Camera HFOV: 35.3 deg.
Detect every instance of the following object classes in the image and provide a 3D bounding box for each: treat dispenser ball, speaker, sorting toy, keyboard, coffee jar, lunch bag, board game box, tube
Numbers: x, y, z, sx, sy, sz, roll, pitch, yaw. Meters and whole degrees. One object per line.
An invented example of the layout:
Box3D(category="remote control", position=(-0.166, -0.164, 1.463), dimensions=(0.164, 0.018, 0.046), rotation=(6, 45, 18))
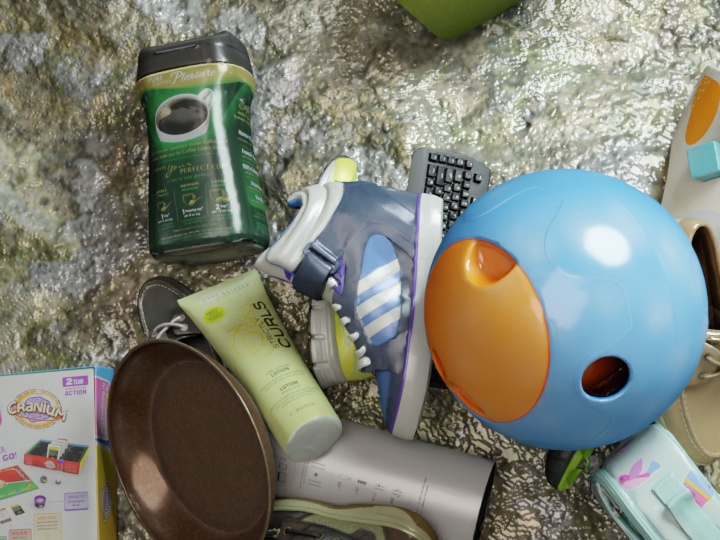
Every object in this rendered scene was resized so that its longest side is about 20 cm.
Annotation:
Box3D(category="treat dispenser ball", position=(0.145, 0.028, 0.812), dimensions=(0.201, 0.201, 0.201), rotation=(-2, 81, 11))
Box3D(category="speaker", position=(0.009, 0.171, 0.936), dimensions=(0.200, 0.081, 0.081), rotation=(13, 84, 13))
Box3D(category="sorting toy", position=(0.324, -0.042, 0.910), dimensions=(0.200, 0.107, 0.180), rotation=(29, 107, 15))
Box3D(category="keyboard", position=(0.082, -0.001, 0.946), dimensions=(0.104, 0.040, 0.200), rotation=(10, 83, -21))
Box3D(category="coffee jar", position=(-0.142, -0.109, 1.009), dimensions=(0.104, 0.085, 0.200), rotation=(-8, 81, 14))
Box3D(category="lunch bag", position=(0.249, 0.207, 0.840), dimensions=(0.077, 0.160, 0.200), rotation=(-40, 77, 3))
Box3D(category="board game box", position=(-0.297, 0.191, 1.017), dimensions=(0.153, 0.040, 0.200), rotation=(-5, 80, 11))
Box3D(category="tube", position=(-0.083, 0.073, 0.945), dimensions=(0.052, 0.058, 0.200), rotation=(-55, 46, 19))

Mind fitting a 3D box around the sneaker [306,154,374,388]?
Box3D(category="sneaker", position=(0.000, 0.000, 0.975), dimensions=(0.090, 0.078, 0.200), rotation=(-2, 87, 3))

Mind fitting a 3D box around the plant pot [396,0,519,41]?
Box3D(category="plant pot", position=(0.107, -0.299, 0.955), dimensions=(0.187, 0.187, 0.200), rotation=(47, 107, 14))

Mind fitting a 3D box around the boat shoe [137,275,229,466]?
Box3D(category="boat shoe", position=(-0.143, 0.087, 0.993), dimensions=(0.067, 0.057, 0.200), rotation=(-32, 77, 5))

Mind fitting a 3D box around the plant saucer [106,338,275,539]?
Box3D(category="plant saucer", position=(-0.134, 0.150, 0.931), dimensions=(0.200, 0.037, 0.201), rotation=(12, 109, 39))

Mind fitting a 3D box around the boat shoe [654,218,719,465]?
Box3D(category="boat shoe", position=(0.261, 0.058, 0.882), dimensions=(0.071, 0.064, 0.200), rotation=(-19, 98, -30))

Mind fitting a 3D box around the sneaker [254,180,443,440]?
Box3D(category="sneaker", position=(-0.013, 0.027, 0.897), dimensions=(0.146, 0.081, 0.200), rotation=(5, 83, 5))

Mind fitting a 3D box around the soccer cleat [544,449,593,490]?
Box3D(category="soccer cleat", position=(0.180, 0.080, 0.929), dimensions=(0.081, 0.068, 0.200), rotation=(17, 78, 23))

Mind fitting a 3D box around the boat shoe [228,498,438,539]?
Box3D(category="boat shoe", position=(-0.035, 0.227, 0.903), dimensions=(0.200, 0.065, 0.073), rotation=(-14, 116, 35))
